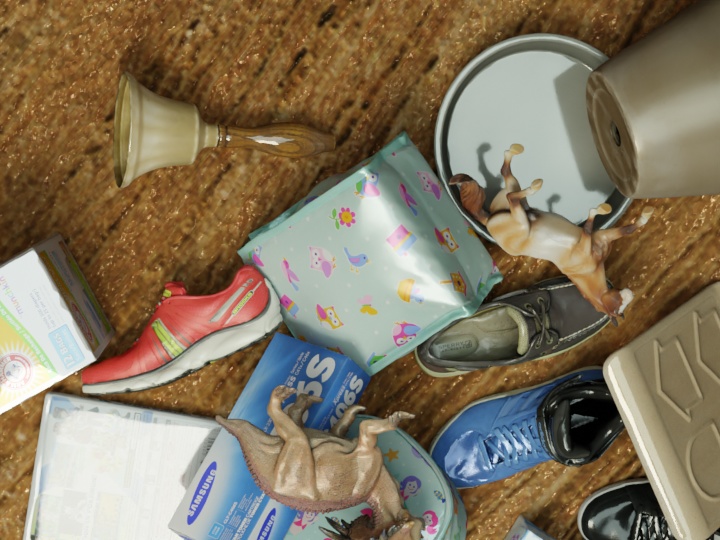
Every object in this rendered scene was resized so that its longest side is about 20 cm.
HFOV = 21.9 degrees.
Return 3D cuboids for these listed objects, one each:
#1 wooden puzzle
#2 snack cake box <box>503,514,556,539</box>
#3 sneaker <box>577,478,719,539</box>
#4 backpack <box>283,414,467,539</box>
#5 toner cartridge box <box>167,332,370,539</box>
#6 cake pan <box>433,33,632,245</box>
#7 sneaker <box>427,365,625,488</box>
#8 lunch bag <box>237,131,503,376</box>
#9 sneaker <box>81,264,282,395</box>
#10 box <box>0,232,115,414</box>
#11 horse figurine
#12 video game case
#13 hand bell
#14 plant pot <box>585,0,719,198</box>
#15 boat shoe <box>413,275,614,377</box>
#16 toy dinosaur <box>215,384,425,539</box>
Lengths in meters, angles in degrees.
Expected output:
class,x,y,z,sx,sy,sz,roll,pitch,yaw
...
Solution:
class,x,y,z,sx,sy,sz,roll,pitch,yaw
wooden puzzle,0.310,0.128,1.704,0.199,0.046,0.187,-28,95,-40
snack cake box,0.202,0.335,1.738,0.199,0.067,0.116,34,93,-5
sneaker,0.305,0.240,1.713,0.198,0.112,0.074,5,94,-3
backpack,-0.009,0.232,1.673,0.200,0.151,0.178,-42,61,-7
toner cartridge box,-0.080,0.159,1.630,0.043,0.094,0.201,44,69,-44
cake pan,0.165,-0.117,1.719,0.198,0.037,0.203,0,94,-3
sneaker,0.155,0.149,1.700,0.198,0.111,0.077,-21,95,-1
lunch bag,0.000,0.000,1.676,0.199,0.122,0.171,-32,97,34
sneaker,-0.168,0.054,1.694,0.198,0.077,0.086,-24,87,7
box,-0.291,0.044,1.626,0.101,0.200,0.113,-29,95,0
horse figurine,0.169,-0.039,1.660,0.198,0.133,0.050,23,55,0
video game case,-0.219,0.226,1.732,0.180,0.022,0.202,10,94,-4
hand bell,-0.120,-0.123,1.694,0.198,0.104,0.105,1,94,-16
plant pot,0.298,-0.146,1.633,0.172,0.200,0.202,-17,95,-9
boat shoe,0.147,0.055,1.716,0.198,0.065,0.074,-20,93,-2
toy dinosaur,-0.031,0.174,1.547,0.198,0.086,0.137,13,83,-2
